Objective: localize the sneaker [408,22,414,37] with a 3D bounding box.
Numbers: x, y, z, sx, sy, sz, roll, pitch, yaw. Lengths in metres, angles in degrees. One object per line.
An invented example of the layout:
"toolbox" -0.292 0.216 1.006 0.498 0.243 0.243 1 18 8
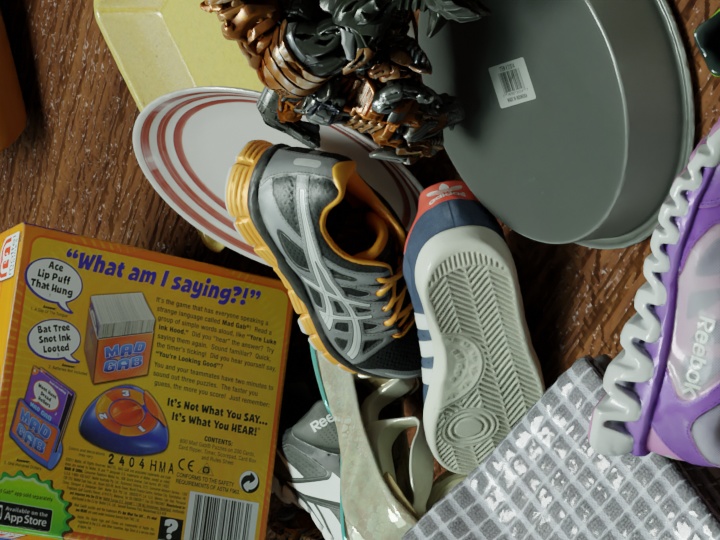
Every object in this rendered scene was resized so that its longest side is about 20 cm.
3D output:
"sneaker" -0.037 -0.197 1.258 0.076 0.080 0.200 -29 82 61

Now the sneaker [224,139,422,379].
"sneaker" 0.000 0.000 1.272 0.077 0.078 0.200 -1 144 39

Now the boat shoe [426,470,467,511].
"boat shoe" 0.072 0.223 1.334 0.065 0.072 0.200 -102 10 -68

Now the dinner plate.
"dinner plate" -0.043 -0.055 1.313 0.200 0.024 0.200 17 153 9

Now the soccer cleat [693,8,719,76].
"soccer cleat" 0.219 -0.122 0.893 0.200 0.081 0.068 -29 83 59

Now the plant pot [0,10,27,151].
"plant pot" -0.356 -0.172 1.693 0.200 0.200 0.183 19 140 52

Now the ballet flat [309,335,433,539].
"ballet flat" 0.015 0.093 1.349 0.062 0.067 0.200 -30 53 27

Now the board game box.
"board game box" -0.185 0.098 1.481 0.200 0.200 0.200 -18 62 61

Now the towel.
"towel" 0.130 0.161 1.146 0.166 0.086 0.200 -51 57 19

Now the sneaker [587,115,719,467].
"sneaker" 0.181 0.014 1.051 0.088 0.080 0.200 22 116 18

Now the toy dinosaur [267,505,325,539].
"toy dinosaur" -0.009 0.240 1.477 0.200 0.102 0.136 -123 43 -61

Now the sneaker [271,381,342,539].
"sneaker" -0.008 0.132 1.425 0.200 0.066 0.091 30 134 50

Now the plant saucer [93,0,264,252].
"plant saucer" -0.087 -0.137 1.405 0.200 0.048 0.200 64 148 9

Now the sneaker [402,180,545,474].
"sneaker" 0.065 0.032 1.259 0.085 0.075 0.200 -103 6 -47

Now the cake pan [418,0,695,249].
"cake pan" 0.096 -0.102 1.145 0.200 0.037 0.200 36 136 44

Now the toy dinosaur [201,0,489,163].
"toy dinosaur" -0.012 -0.123 1.098 0.136 0.200 0.102 -41 61 22
